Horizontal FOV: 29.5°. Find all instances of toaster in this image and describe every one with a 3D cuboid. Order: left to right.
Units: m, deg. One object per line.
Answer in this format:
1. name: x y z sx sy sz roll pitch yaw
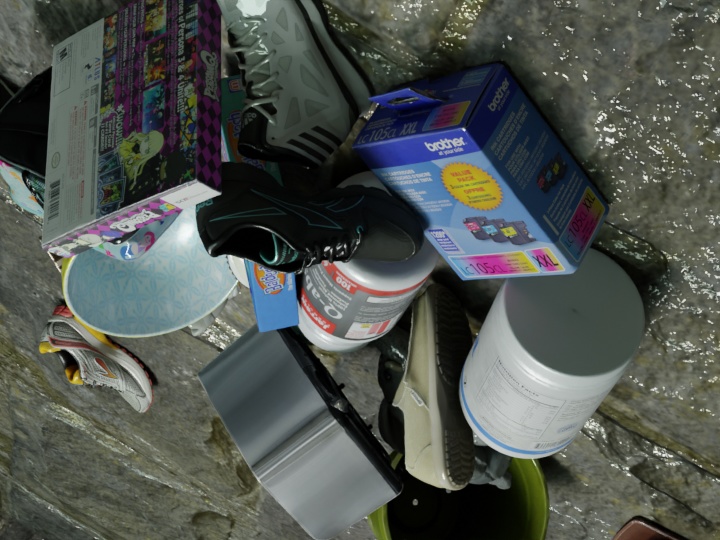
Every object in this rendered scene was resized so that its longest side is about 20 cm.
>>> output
1. toaster: -0.064 0.159 1.428 0.181 0.118 0.201 51 177 42

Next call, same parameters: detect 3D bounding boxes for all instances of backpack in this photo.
1. backpack: -0.248 -0.115 1.302 0.198 0.178 0.152 20 146 29

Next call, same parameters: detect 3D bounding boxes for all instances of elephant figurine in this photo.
1. elephant figurine: 0.076 0.130 1.453 0.199 0.157 0.141 29 -162 28

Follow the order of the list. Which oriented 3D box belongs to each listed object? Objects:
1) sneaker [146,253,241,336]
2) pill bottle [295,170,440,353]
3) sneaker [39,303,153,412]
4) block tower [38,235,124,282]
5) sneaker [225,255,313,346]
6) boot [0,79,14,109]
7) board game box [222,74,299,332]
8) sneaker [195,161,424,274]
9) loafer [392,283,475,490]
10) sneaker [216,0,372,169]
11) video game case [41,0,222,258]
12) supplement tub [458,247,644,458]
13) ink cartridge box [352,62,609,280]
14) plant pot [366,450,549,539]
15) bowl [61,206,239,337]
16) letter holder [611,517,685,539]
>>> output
1. sneaker: -0.239 -0.003 1.555 0.198 0.093 0.076 31 162 3
2. pill bottle: 0.000 0.000 1.298 0.115 0.117 0.200 31 152 1
3. sneaker: -0.378 0.139 1.948 0.200 0.083 0.077 44 150 -24
4. block tower: -0.319 -0.001 1.594 0.054 0.057 0.200 63 169 -30
5. sneaker: -0.061 0.011 1.441 0.092 0.071 0.200 1 143 34
6. boot: -0.398 -0.144 1.526 0.198 0.073 0.144 29 154 -3
7. board game box: -0.096 -0.059 1.274 0.044 0.154 0.201 -11 148 -6
8. sneaker: -0.042 -0.027 1.119 0.197 0.080 0.076 9 135 -14
9. loafer: 0.067 0.113 1.335 0.068 0.203 0.075 -12 161 34
10. sneaker: -0.076 -0.164 1.110 0.075 0.116 0.201 -3 136 48
11. video game case: -0.192 -0.130 1.146 0.180 0.203 0.036 -20 150 32
12. supplement tub: 0.168 0.077 1.238 0.131 0.133 0.201 28 151 7
13. ink cartridge box: 0.089 -0.086 1.115 0.135 0.077 0.200 -5 134 49
14. plant pot: 0.090 0.273 1.595 0.199 0.202 0.193 36 164 -10
15. bowl: -0.228 -0.035 1.460 0.201 0.198 0.108 71 176 -51
16. letter holder: 0.340 0.389 1.605 0.141 0.101 0.201 27 152 13
